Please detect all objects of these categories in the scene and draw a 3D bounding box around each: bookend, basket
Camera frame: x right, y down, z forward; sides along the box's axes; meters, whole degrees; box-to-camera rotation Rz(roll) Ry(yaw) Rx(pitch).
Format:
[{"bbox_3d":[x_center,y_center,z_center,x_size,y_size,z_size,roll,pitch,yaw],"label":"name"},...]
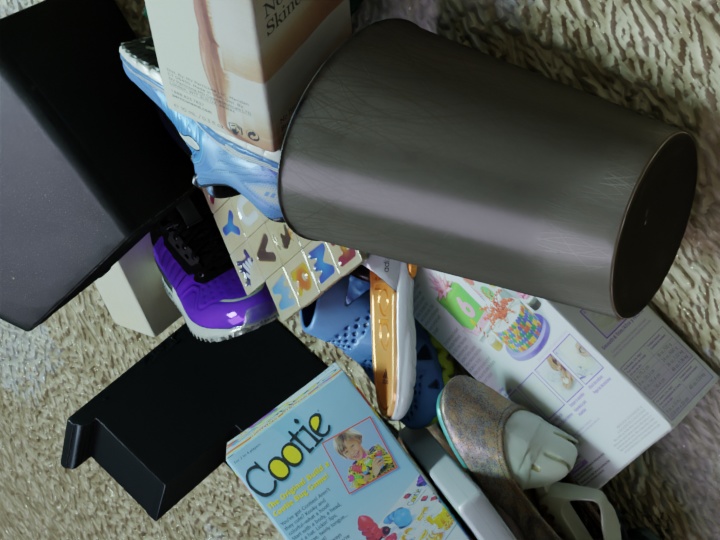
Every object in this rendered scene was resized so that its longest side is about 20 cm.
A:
[{"bbox_3d":[-0.111,0.151,1.499,0.200,0.199,0.092,41,149,13],"label":"bookend"},{"bbox_3d":[0.084,-0.056,1.039,0.200,0.180,0.136,20,121,26],"label":"basket"}]

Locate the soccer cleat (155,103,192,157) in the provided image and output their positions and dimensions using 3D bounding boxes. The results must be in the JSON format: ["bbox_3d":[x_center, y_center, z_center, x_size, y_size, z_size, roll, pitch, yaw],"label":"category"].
[{"bbox_3d":[-0.091,-0.078,1.361,0.200,0.065,0.084,58,-178,-26],"label":"soccer cleat"}]

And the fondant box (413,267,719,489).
[{"bbox_3d":[0.126,0.042,1.186,0.200,0.058,0.144,45,152,6],"label":"fondant box"}]

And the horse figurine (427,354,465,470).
[{"bbox_3d":[0.067,0.093,1.340,0.133,0.050,0.200,-23,103,53],"label":"horse figurine"}]

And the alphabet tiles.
[{"bbox_3d":[-0.058,-0.060,1.214,0.200,0.006,0.167,-38,73,57],"label":"alphabet tiles"}]

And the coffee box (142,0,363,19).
[{"bbox_3d":[-0.072,-0.187,1.199,0.123,0.044,0.200,46,151,2],"label":"coffee box"}]

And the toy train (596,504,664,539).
[{"bbox_3d":[0.191,0.257,1.335,0.114,0.085,0.200,25,144,54],"label":"toy train"}]

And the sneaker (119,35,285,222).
[{"bbox_3d":[-0.100,-0.095,1.182,0.200,0.079,0.089,42,135,39],"label":"sneaker"}]

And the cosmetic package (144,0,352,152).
[{"bbox_3d":[-0.068,-0.180,1.044,0.087,0.103,0.200,24,149,22],"label":"cosmetic package"}]

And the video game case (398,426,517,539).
[{"bbox_3d":[0.102,0.201,1.240,0.182,0.023,0.200,55,177,-13],"label":"video game case"}]

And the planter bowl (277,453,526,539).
[{"bbox_3d":[0.052,0.232,1.394,0.135,0.200,0.200,-26,104,48],"label":"planter bowl"}]

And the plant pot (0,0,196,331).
[{"bbox_3d":[-0.241,-0.077,1.342,0.177,0.200,0.200,47,116,-3],"label":"plant pot"}]

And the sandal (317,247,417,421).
[{"bbox_3d":[0.002,0.000,1.205,0.079,0.059,0.207,168,100,-73],"label":"sandal"}]

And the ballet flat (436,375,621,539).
[{"bbox_3d":[0.128,0.145,1.199,0.067,0.068,0.200,-16,120,40],"label":"ballet flat"}]

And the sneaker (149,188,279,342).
[{"bbox_3d":[-0.129,-0.013,1.431,0.200,0.070,0.100,33,142,59],"label":"sneaker"}]

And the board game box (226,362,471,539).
[{"bbox_3d":[0.004,0.177,1.251,0.200,0.105,0.103,54,177,-3],"label":"board game box"}]

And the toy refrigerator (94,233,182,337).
[{"bbox_3d":[-0.209,-0.048,1.526,0.070,0.076,0.200,15,137,46],"label":"toy refrigerator"}]

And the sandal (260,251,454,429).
[{"bbox_3d":[-0.008,0.032,1.282,0.200,0.087,0.079,56,139,16],"label":"sandal"}]
